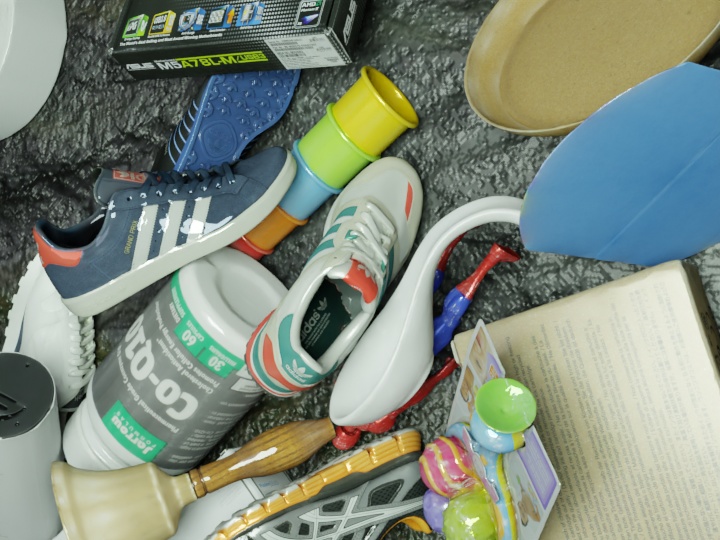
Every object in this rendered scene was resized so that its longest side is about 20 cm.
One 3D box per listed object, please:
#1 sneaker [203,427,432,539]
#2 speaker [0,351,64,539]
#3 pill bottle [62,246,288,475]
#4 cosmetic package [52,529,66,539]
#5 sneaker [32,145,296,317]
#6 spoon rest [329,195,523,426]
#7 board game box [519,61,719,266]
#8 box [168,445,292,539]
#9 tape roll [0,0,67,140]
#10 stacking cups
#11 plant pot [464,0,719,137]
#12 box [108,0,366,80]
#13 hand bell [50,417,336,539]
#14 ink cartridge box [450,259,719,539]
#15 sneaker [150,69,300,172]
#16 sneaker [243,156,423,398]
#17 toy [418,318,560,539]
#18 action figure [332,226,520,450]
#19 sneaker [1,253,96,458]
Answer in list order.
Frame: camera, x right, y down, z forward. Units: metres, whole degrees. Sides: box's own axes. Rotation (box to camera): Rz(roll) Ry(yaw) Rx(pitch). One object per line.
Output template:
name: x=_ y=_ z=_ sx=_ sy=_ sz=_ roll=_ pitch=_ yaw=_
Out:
sneaker: x=-0.031 y=0.183 z=0.737 sx=0.198 sy=0.078 sz=0.078 roll=-23 pitch=85 yaw=-16
speaker: x=-0.280 y=0.156 z=0.840 sx=0.081 sy=0.081 sz=0.201 roll=38 pitch=142 yaw=22
pill bottle: x=-0.141 y=0.086 z=0.810 sx=0.200 sy=0.113 sz=0.113 roll=-48 pitch=70 yaw=25
cosmetic package: x=-0.166 y=0.277 z=0.855 sx=0.082 sy=0.051 sz=0.201 roll=-42 pitch=72 yaw=15
sneaker: x=-0.143 y=-0.049 z=0.749 sx=0.199 sy=0.075 sz=0.085 roll=-31 pitch=115 yaw=-4
spoon rest: x=0.042 y=0.024 z=0.695 sx=0.060 sy=0.100 sz=0.200 roll=39 pitch=105 yaw=-14
board game box: x=0.183 y=-0.069 z=0.630 sx=0.158 sy=0.198 sz=0.039 roll=-52 pitch=43 yaw=42
box: x=-0.069 y=0.247 z=0.804 sx=0.117 sy=0.060 sz=0.200 roll=-46 pitch=71 yaw=17
tape roll: x=-0.370 y=-0.220 z=0.962 sx=0.200 sy=0.071 sz=0.205 roll=-1 pitch=88 yaw=25
stacking cups: x=-0.042 y=-0.065 z=0.807 sx=0.200 sy=0.060 sz=0.061 roll=-45 pitch=71 yaw=21
plant pot: x=0.158 y=-0.159 z=0.675 sx=0.199 sy=0.027 sz=0.202 roll=-27 pitch=39 yaw=25
box: x=-0.080 y=-0.242 z=0.798 sx=0.198 sy=0.048 sz=0.195 roll=2 pitch=68 yaw=27
hand bell: x=-0.111 y=0.153 z=0.756 sx=0.198 sy=0.104 sz=0.105 roll=-20 pitch=78 yaw=-12
ink cartridge box: x=0.170 y=0.114 z=0.684 sx=0.163 sy=0.075 sz=0.202 roll=-20 pitch=80 yaw=25
sneaker: x=-0.119 y=-0.112 z=0.838 sx=0.078 sy=0.070 sz=0.202 roll=19 pitch=79 yaw=59
sneaker: x=-0.001 y=0.000 z=0.721 sx=0.070 sy=0.093 sz=0.201 roll=40 pitch=68 yaw=-15
toy: x=0.067 y=0.137 z=0.665 sx=0.201 sy=0.047 sz=0.116 roll=101 pitch=152 yaw=-50
action figure: x=0.038 y=0.054 z=0.765 sx=0.065 sy=0.052 sz=0.201 roll=43 pitch=105 yaw=25
sneaker: x=-0.261 y=0.064 z=0.905 sx=0.080 sy=0.076 sz=0.202 roll=24 pitch=105 yaw=16
